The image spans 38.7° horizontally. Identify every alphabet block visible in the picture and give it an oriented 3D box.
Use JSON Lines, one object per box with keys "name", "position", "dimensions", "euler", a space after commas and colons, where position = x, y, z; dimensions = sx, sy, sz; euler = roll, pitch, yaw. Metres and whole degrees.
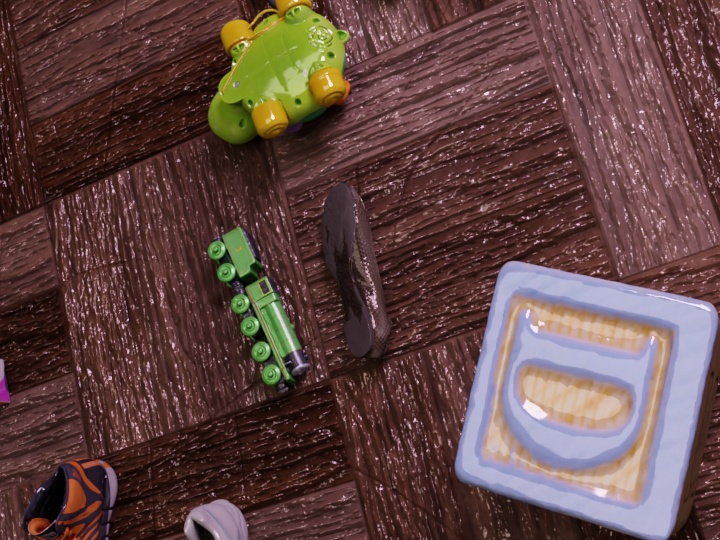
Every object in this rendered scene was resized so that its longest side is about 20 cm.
{"name": "alphabet block", "position": [0.215, 0.118, 0.928], "dimensions": [0.193, 0.200, 0.199], "euler": [14, 86, 24]}

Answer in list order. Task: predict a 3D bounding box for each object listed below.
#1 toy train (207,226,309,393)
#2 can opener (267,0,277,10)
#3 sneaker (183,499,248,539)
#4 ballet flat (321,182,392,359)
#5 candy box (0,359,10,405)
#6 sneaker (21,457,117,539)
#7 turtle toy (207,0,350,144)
{"name": "toy train", "position": [-0.114, 0.042, 1.162], "dimensions": [0.056, 0.042, 0.202], "euler": [-28, 71, 4]}
{"name": "can opener", "position": [-0.140, -0.387, 1.229], "dimensions": [0.053, 0.067, 0.200], "euler": [-45, 68, 10]}
{"name": "sneaker", "position": [-0.143, 0.347, 1.100], "dimensions": [0.070, 0.080, 0.202], "euler": [-29, 73, 13]}
{"name": "ballet flat", "position": [0.000, 0.000, 1.123], "dimensions": [0.067, 0.046, 0.203], "euler": [-35, 60, 46]}
{"name": "candy box", "position": [-0.558, 0.162, 1.268], "dimensions": [0.198, 0.136, 0.062], "euler": [-20, 75, 18]}
{"name": "sneaker", "position": [-0.338, 0.316, 1.165], "dimensions": [0.076, 0.112, 0.203], "euler": [-5, 79, 21]}
{"name": "turtle toy", "position": [-0.094, -0.214, 1.162], "dimensions": [0.198, 0.101, 0.147], "euler": [-27, 73, 16]}
